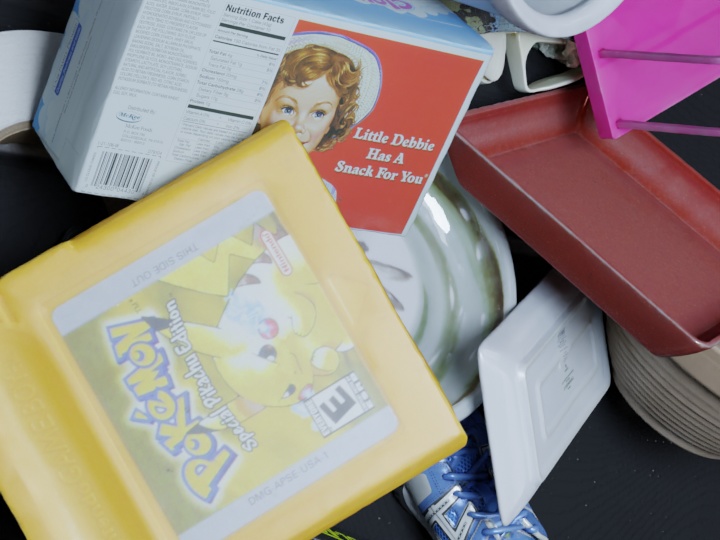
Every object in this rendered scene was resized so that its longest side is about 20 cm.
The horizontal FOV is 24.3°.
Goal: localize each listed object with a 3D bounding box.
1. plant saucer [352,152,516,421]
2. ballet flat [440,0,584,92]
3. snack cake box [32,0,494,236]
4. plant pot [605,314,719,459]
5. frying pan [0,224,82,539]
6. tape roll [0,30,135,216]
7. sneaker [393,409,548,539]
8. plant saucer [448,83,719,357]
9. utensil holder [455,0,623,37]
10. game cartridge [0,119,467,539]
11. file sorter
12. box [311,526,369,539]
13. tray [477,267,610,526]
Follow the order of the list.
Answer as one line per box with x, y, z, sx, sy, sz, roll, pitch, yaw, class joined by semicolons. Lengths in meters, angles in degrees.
0.000;0.000;0.945;0.199;0.050;0.202;15;64;-33;plant saucer
0.091;-0.143;1.020;0.199;0.074;0.075;-1;90;-35;ballet flat
-0.046;-0.091;0.826;0.199;0.067;0.116;7;118;-36;snack cake box
0.229;0.055;1.079;0.200;0.201;0.093;12;123;-36;plant pot
-0.183;0.075;0.835;0.114;0.031;0.192;-3;84;-45;frying pan
-0.159;-0.019;0.833;0.202;0.037;0.205;8;76;-35;tape roll
0.072;0.138;0.999;0.076;0.077;0.201;-33;108;-30;sneaker
0.158;-0.029;0.999;0.200;0.199;0.037;-19;147;-56;plant saucer
0.045;-0.231;0.874;0.169;0.199;0.171;-31;134;-39;utensil holder
-0.077;0.054;0.772;0.199;0.032;0.177;-31;90;-10;game cartridge
0.207;-0.193;0.983;0.138;0.125;0.201;-30;114;-30;file sorter
-0.052;0.227;0.869;0.193;0.047;0.201;31;91;-42;box
0.117;0.064;1.004;0.200;0.022;0.108;-38;121;-61;tray
